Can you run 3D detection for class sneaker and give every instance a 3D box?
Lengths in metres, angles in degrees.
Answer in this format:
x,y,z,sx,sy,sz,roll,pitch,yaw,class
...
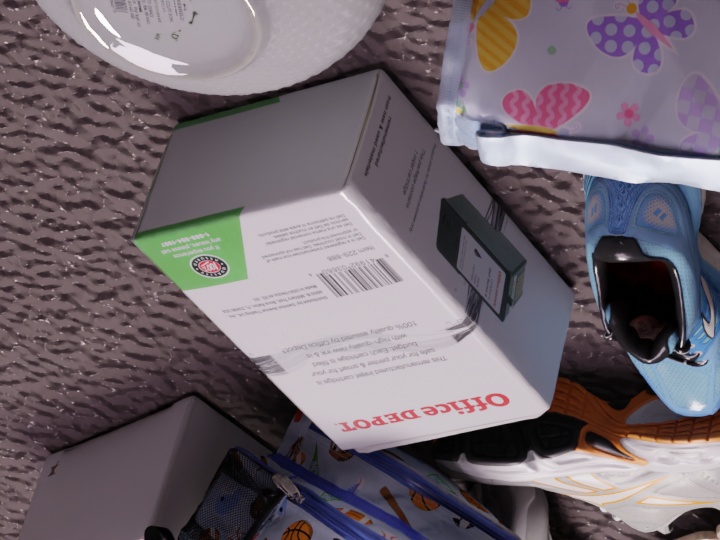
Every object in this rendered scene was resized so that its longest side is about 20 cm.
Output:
x,y,z,sx,sy,sz,roll,pitch,yaw,class
0.137,0.114,1.636,0.199,0.076,0.092,-2,130,26,sneaker
0.148,0.019,1.500,0.078,0.090,0.200,0,143,23,sneaker
0.110,0.186,1.783,0.082,0.075,0.201,-14,141,-7,sneaker

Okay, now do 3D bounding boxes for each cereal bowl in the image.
x,y,z,sx,sy,sz,roll,pitch,yaw,class
-0.081,-0.150,1.370,0.199,0.084,0.201,10,145,7,cereal bowl

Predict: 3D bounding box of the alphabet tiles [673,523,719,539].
x,y,z,sx,sy,sz,roll,pitch,yaw,class
0.256,0.181,1.694,0.195,0.015,0.200,19,149,-36,alphabet tiles

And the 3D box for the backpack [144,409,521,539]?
x,y,z,sx,sy,sz,roll,pitch,yaw,class
0.009,0.180,1.662,0.199,0.155,0.190,27,-173,-32,backpack

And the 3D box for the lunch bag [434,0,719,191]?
x,y,z,sx,sy,sz,roll,pitch,yaw,class
0.130,-0.116,1.228,0.169,0.201,0.127,6,144,13,lunch bag

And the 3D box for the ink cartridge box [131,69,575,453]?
x,y,z,sx,sy,sz,roll,pitch,yaw,class
0.000,0.000,1.539,0.145,0.084,0.200,-12,136,34,ink cartridge box

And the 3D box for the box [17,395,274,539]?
x,y,z,sx,sy,sz,roll,pitch,yaw,class
-0.095,0.191,1.819,0.200,0.107,0.152,38,140,-28,box
